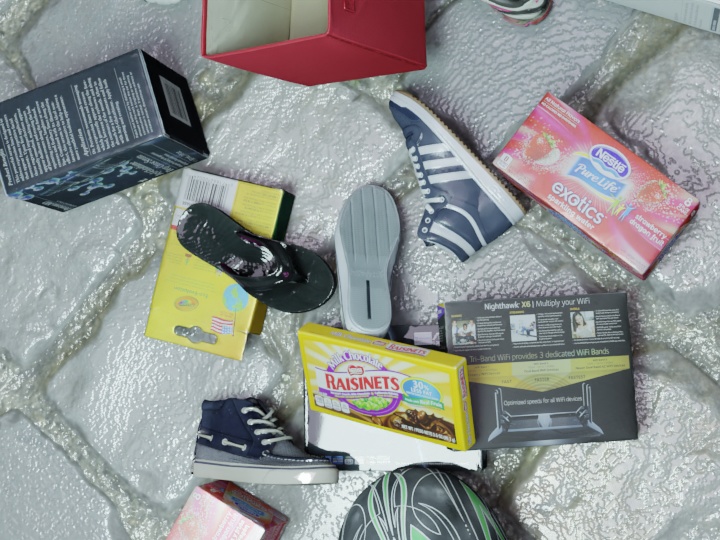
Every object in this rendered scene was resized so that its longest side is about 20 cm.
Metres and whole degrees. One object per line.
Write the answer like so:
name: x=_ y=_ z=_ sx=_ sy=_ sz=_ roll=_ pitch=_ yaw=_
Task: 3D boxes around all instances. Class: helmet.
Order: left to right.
helmet: x=0.066 y=0.305 z=1.381 sx=0.200 sy=0.200 sz=0.191 roll=-23 pitch=110 yaw=10

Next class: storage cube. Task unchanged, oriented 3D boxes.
storage cube: x=-0.047 y=-0.304 z=1.431 sx=0.200 sy=0.180 sz=0.171 roll=-3 pitch=84 yaw=38

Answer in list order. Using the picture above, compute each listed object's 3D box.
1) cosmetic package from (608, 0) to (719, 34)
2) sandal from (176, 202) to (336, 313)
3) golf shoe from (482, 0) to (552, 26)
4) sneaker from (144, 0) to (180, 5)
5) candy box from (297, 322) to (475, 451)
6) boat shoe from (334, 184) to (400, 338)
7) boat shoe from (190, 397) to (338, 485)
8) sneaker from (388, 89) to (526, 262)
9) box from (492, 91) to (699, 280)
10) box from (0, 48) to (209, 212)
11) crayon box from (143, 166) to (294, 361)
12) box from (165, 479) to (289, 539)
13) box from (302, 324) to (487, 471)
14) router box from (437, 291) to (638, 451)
cosmetic package: x=0.341 y=-0.375 z=1.402 sx=0.200 sy=0.123 sz=0.200 roll=20 pitch=91 yaw=12
sandal: x=-0.121 y=-0.011 z=1.460 sx=0.200 sy=0.048 sz=0.075 roll=25 pitch=94 yaw=17
golf shoe: x=0.119 y=-0.340 z=1.466 sx=0.200 sy=0.092 sz=0.073 roll=27 pitch=94 yaw=15
sneaker: x=-0.220 y=-0.409 z=1.560 sx=0.146 sy=0.081 sz=0.200 roll=27 pitch=89 yaw=5
candy box: x=0.025 y=0.119 z=1.383 sx=0.200 sy=0.026 sz=0.102 roll=11 pitch=119 yaw=34
boat shoe: x=0.000 y=0.000 z=1.466 sx=0.073 sy=0.067 sz=0.200 roll=12 pitch=55 yaw=-7
boat shoe: x=-0.107 y=0.186 z=1.461 sx=0.200 sy=0.075 sz=0.093 roll=-2 pitch=82 yaw=36
sneaker: x=0.077 y=-0.100 z=1.468 sx=0.108 sy=0.070 sz=0.200 roll=-44 pitch=81 yaw=4
box: x=0.250 y=-0.088 z=1.415 sx=0.200 sy=0.095 sz=0.100 roll=39 pitch=94 yaw=13
box: x=-0.298 y=-0.155 z=1.517 sx=0.200 sy=0.148 sz=0.107 roll=-19 pitch=82 yaw=11
crayon box: x=-0.162 y=-0.007 z=1.525 sx=0.127 sy=0.051 sz=0.200 roll=14 pitch=89 yaw=14
box: x=-0.176 y=0.342 z=1.476 sx=0.095 sy=0.103 sz=0.200 roll=30 pitch=94 yaw=13
box: x=0.038 y=0.141 z=1.472 sx=0.200 sy=0.044 sz=0.160 roll=-1 pitch=86 yaw=13
router box: x=0.186 y=0.106 z=1.410 sx=0.200 sy=0.052 sz=0.157 roll=-2 pitch=86 yaw=-5
